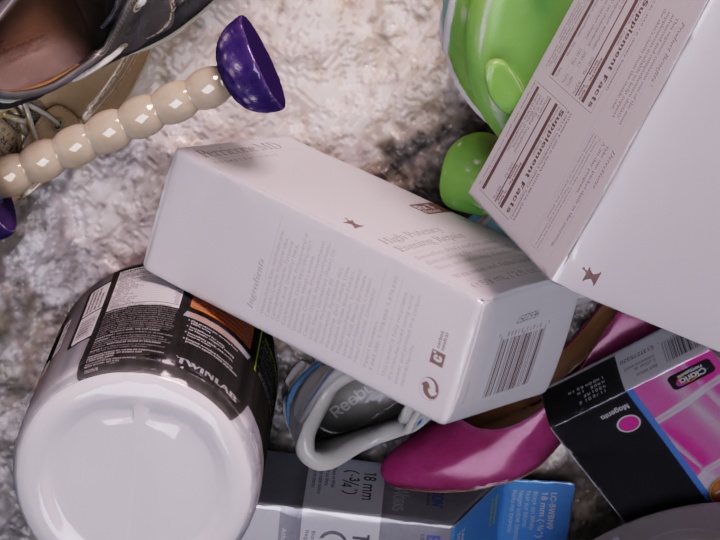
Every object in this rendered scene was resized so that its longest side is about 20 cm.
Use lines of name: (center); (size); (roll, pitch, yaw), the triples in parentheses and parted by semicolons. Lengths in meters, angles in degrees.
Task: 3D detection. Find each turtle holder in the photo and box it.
turtle holder: (0.106, -0.118, 1.294); (0.140, 0.132, 0.186); (-13, 117, -14)

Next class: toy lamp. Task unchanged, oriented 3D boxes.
toy lamp: (-0.138, -0.065, 1.295); (0.199, 0.058, 0.058); (-25, 106, 8)

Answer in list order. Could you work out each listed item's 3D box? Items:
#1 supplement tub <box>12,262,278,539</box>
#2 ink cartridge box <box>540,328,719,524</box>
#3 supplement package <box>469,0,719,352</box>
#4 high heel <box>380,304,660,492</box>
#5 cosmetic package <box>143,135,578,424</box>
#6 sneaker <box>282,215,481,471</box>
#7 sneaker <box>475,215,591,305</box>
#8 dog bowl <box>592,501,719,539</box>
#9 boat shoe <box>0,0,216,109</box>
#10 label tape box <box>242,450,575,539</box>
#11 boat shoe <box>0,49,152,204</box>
supplement tub: (-0.105, 0.070, 1.330); (0.122, 0.200, 0.123); (1, 108, 2)
ink cartridge box: (0.183, 0.110, 1.383); (0.094, 0.037, 0.200); (-28, 131, 15)
supplement package: (0.176, -0.075, 1.199); (0.155, 0.111, 0.201); (22, 105, -26)
high heel: (0.096, 0.050, 1.390); (0.199, 0.067, 0.096); (-21, 112, -5)
cosmetic package: (0.000, 0.000, 1.309); (0.200, 0.102, 0.074); (27, 111, 28)
sneaker: (0.042, 0.043, 1.378); (0.200, 0.087, 0.075); (-41, 101, 12)
sneaker: (0.149, -0.034, 1.323); (0.199, 0.082, 0.074); (-17, 81, -3)
dog bowl: (0.179, 0.200, 1.399); (0.199, 0.059, 0.201); (-7, 137, -6)
boat shoe: (-0.120, -0.140, 1.296); (0.200, 0.068, 0.072); (-33, 101, -22)
label tape box: (0.013, 0.182, 1.431); (0.199, 0.063, 0.145); (5, 114, 0)
boat shoe: (-0.180, -0.074, 1.354); (0.200, 0.065, 0.072); (-43, 103, 13)
